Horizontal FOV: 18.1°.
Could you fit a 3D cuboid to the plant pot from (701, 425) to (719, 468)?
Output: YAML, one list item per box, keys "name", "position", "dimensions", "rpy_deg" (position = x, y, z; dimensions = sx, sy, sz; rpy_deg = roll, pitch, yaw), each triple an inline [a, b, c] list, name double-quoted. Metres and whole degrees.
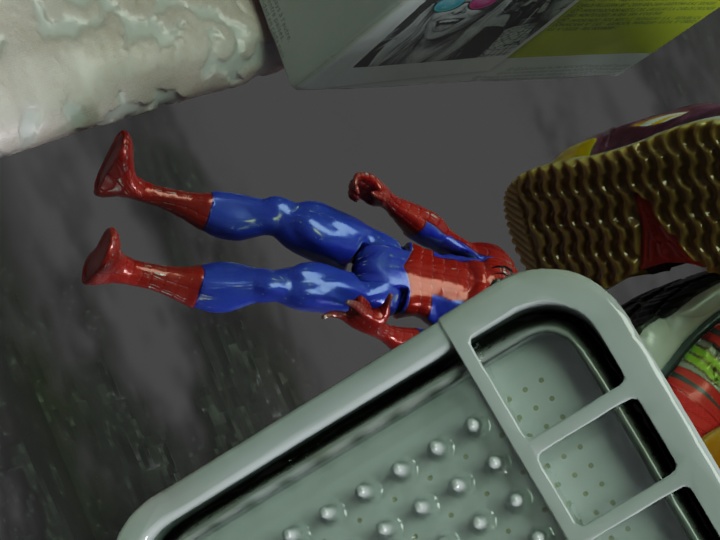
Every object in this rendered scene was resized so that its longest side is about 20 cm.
- name: "plant pot"
  position: [0.219, 0.156, 0.814]
  dimensions: [0.199, 0.200, 0.184]
  rpy_deg: [-13, 105, -35]

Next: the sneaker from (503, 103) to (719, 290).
- name: "sneaker"
  position: [0.146, -0.037, 0.866]
  dimensions: [0.090, 0.199, 0.075]
  rpy_deg: [-29, 107, -35]

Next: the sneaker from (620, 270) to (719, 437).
- name: "sneaker"
  position: [0.126, 0.055, 0.898]
  dimensions: [0.200, 0.077, 0.085]
  rpy_deg: [-31, 96, -31]

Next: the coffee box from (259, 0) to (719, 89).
- name: "coffee box"
  position: [0.070, -0.205, 0.882]
  dimensions: [0.199, 0.198, 0.201]
  rpy_deg: [-5, 69, -44]

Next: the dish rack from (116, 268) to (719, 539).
- name: "dish rack"
  position: [0.032, 0.115, 0.757]
  dimensions: [0.199, 0.044, 0.172]
  rpy_deg: [-31, 80, 5]

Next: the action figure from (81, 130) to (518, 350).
- name: "action figure"
  position: [0.000, 0.000, 0.839]
  dimensions: [0.199, 0.052, 0.066]
  rpy_deg: [15, 55, -19]

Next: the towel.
- name: "towel"
  position: [-0.124, -0.143, 0.856]
  dimensions: [0.199, 0.032, 0.192]
  rpy_deg: [-21, 79, -36]
